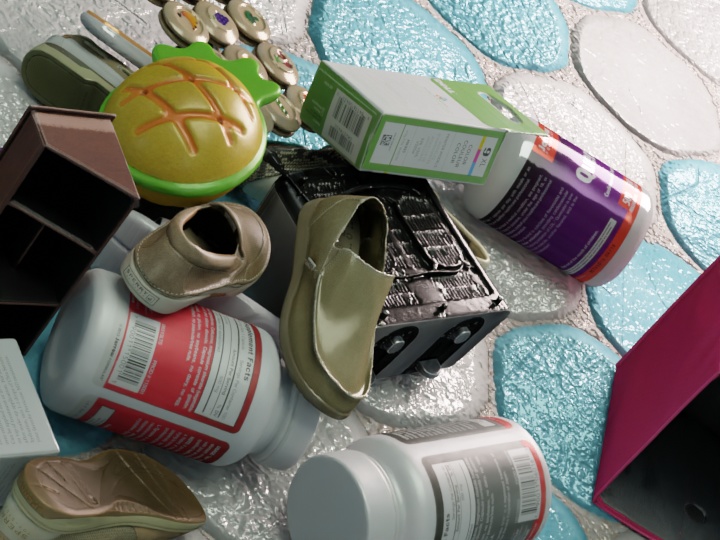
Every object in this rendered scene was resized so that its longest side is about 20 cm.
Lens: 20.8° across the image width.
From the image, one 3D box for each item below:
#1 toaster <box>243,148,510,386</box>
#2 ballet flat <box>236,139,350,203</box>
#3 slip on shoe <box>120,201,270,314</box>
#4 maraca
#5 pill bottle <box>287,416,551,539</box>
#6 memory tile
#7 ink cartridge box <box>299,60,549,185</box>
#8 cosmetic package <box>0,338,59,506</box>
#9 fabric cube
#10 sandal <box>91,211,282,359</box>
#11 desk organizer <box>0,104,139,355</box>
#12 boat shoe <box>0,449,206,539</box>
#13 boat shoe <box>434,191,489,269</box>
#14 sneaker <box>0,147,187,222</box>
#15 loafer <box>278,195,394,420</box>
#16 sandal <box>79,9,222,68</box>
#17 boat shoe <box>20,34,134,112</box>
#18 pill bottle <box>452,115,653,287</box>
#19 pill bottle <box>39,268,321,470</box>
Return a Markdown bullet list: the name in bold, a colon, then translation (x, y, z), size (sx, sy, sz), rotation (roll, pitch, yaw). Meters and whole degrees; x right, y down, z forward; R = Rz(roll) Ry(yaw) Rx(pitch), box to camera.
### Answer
- **toaster**: translation (0.000, 0.000, 1.686), size (0.180, 0.119, 0.201), rotation (-6, 56, -45)
- **ballet flat**: translation (-0.043, -0.084, 1.767), size (0.199, 0.068, 0.076), rotation (-4, 75, -22)
- **slip on shoe**: translation (-0.112, -0.023, 1.494), size (0.076, 0.061, 0.200), rotation (49, 24, 9)
- **maraca**: translation (-0.137, -0.125, 1.592), size (0.136, 0.107, 0.200), rotation (22, 40, 1)
- **pill bottle**: translation (0.045, 0.181, 1.541), size (0.199, 0.114, 0.114), rotation (-4, 54, -43)
- **memory tile**: translation (-0.114, -0.199, 1.738), size (0.201, 0.017, 0.153), rotation (56, 30, 13)
- **ink cartridge box**: translation (0.058, -0.128, 1.739), size (0.199, 0.060, 0.104), rotation (3, 28, -39)
- **cosmetic package**: translation (-0.318, 0.109, 1.339), size (0.199, 0.071, 0.102), rotation (0, 51, -41)
- **fabric cube**: translation (0.352, 0.139, 1.781), size (0.199, 0.196, 0.200), rotation (32, 35, -8)
- **sandal**: translation (-0.129, 0.018, 1.589), size (0.206, 0.079, 0.059), rotation (37, 30, -14)
- **desk organizer**: translation (-0.243, -0.025, 1.436), size (0.071, 0.200, 0.077), rotation (3, 51, -39)
- **boat shoe**: translation (-0.187, 0.173, 1.394), size (0.071, 0.065, 0.200), rotation (50, 19, 28)
- **boat shoe**: translation (0.047, -0.059, 1.837), size (0.071, 0.063, 0.200), rotation (-13, 60, -45)
- **sneaker**: translation (-0.238, -0.065, 1.605), size (0.199, 0.081, 0.084), rotation (12, 30, -45)
- **loafer**: translation (-0.015, 0.019, 1.514), size (0.076, 0.067, 0.201), rotation (28, 47, -38)
- **sandal**: translation (-0.155, -0.185, 1.741), size (0.206, 0.059, 0.079), rotation (35, 2, -37)
- **boat shoe**: translation (-0.196, -0.136, 1.696), size (0.200, 0.075, 0.068), rotation (42, 41, 3)
- **pill bottle**: translation (0.180, -0.076, 1.925), size (0.199, 0.113, 0.113), rotation (31, 37, -12)
- **pill bottle**: translation (-0.133, 0.082, 1.492), size (0.199, 0.112, 0.113), rotation (22, 40, -23)
